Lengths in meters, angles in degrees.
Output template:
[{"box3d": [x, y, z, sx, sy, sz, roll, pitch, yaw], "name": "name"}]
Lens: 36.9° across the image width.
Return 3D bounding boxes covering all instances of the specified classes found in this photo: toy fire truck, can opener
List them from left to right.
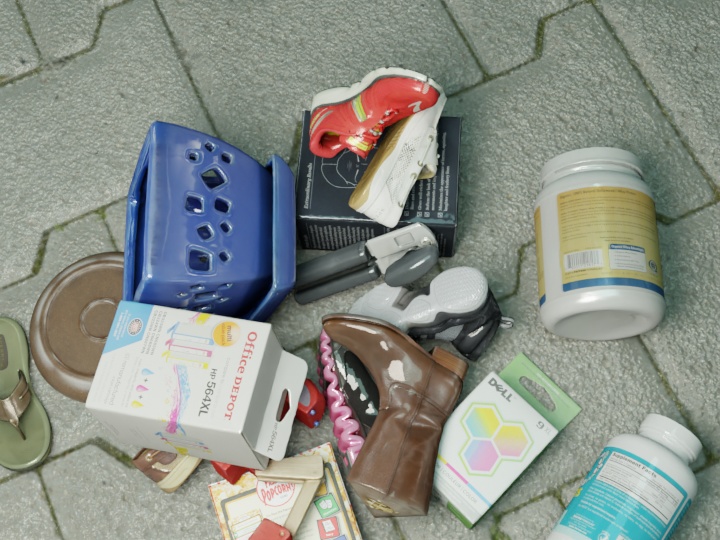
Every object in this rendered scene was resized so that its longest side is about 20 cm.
[{"box3d": [-0.090, 0.217, 1.207, 0.141, 0.049, 0.200, 32, 66, 24], "name": "toy fire truck"}, {"box3d": [0.000, 0.000, 1.289, 0.199, 0.053, 0.067, -20, 31, 19], "name": "can opener"}]

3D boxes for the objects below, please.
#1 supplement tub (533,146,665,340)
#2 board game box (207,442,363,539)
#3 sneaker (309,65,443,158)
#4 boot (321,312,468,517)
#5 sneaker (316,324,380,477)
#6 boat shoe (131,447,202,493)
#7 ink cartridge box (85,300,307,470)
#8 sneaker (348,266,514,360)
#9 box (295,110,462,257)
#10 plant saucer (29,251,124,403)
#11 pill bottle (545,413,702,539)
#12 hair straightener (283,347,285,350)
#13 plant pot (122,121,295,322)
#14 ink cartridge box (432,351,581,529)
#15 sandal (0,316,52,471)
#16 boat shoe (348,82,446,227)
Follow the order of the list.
[{"box3d": [0.281, -0.030, 1.281, 0.144, 0.145, 0.201, -1, 70, 3], "name": "supplement tub"}, {"box3d": [-0.072, 0.315, 1.221, 0.151, 0.046, 0.201, -18, 69, -4], "name": "board game box"}, {"box3d": [0.016, -0.172, 1.235, 0.077, 0.200, 0.085, 25, 66, -36], "name": "sneaker"}, {"box3d": [0.013, 0.162, 1.199, 0.186, 0.064, 0.200, 21, 67, 2], "name": "boot"}, {"box3d": [0.006, 0.147, 1.269, 0.095, 0.079, 0.201, -13, 70, -10], "name": "sneaker"}, {"box3d": [-0.188, 0.160, 1.254, 0.072, 0.072, 0.200, 39, 88, -14], "name": "boat shoe"}, {"box3d": [-0.168, 0.126, 1.167, 0.199, 0.125, 0.129, 7, 64, 12], "name": "ink cartridge box"}, {"box3d": [0.084, 0.065, 1.293, 0.200, 0.114, 0.076, -16, 46, 34], "name": "sneaker"}, {"box3d": [0.023, -0.107, 1.344, 0.199, 0.107, 0.149, 4, 69, 3], "name": "box"}, {"box3d": [-0.317, 0.065, 1.337, 0.199, 0.032, 0.201, -1, 70, 3], "name": "plant saucer"}, {"box3d": [0.296, 0.258, 1.190, 0.111, 0.111, 0.200, 34, 74, 14], "name": "pill bottle"}, {"box3d": [-0.187, 0.120, 1.303, 0.199, 0.041, 0.077, -8, 110, -15], "name": "hair straightener"}, {"box3d": [-0.178, -0.035, 1.271, 0.179, 0.200, 0.201, 6, 67, -18], "name": "plant pot"}, {"box3d": [0.158, 0.190, 1.249, 0.200, 0.059, 0.104, -44, 73, -13], "name": "ink cartridge box"}, {"box3d": [-0.429, 0.147, 1.297, 0.080, 0.057, 0.201, -20, 70, -4], "name": "sandal"}, {"box3d": [0.059, -0.133, 1.265, 0.069, 0.071, 0.200, 36, 64, -12], "name": "boat shoe"}]
